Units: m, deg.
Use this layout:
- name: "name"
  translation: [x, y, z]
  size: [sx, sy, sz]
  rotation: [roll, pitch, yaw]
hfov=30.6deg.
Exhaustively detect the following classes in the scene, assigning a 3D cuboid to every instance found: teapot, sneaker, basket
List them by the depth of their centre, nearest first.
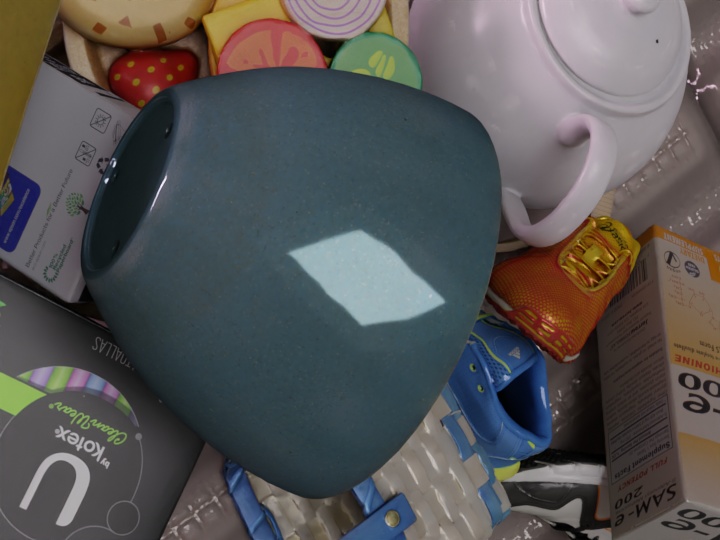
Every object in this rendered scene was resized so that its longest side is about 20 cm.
- name: "basket"
  translation: [-0.025, 0.153, 0.737]
  size: [0.199, 0.176, 0.140]
  rotation: [-26, 89, -28]
- name: "sneaker"
  translation: [0.124, 0.000, 0.790]
  size: [0.073, 0.200, 0.077]
  rotation: [41, 110, 5]
- name: "sneaker"
  translation: [0.057, 0.032, 0.796]
  size: [0.075, 0.105, 0.202]
  rotation: [-32, 94, -39]
- name: "teapot"
  translation: [0.129, -0.137, 0.801]
  size: [0.196, 0.146, 0.202]
  rotation: [-25, 90, -29]
- name: "sneaker"
  translation: [0.166, 0.162, 0.873]
  size: [0.197, 0.074, 0.081]
  rotation: [9, 89, -22]

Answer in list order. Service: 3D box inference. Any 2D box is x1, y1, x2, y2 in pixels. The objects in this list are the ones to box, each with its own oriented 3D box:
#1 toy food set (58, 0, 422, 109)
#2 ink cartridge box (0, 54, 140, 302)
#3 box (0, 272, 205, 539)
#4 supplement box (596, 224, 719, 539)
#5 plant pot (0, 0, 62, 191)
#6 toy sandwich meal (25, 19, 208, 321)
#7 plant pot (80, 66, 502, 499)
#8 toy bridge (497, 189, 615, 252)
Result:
- name: "toy food set"
  translation: [-0.063, -0.141, 0.710]
  size: [0.196, 0.049, 0.202]
  rotation: [-22, 95, -12]
- name: "ink cartridge box"
  translation: [-0.196, -0.074, 0.689]
  size: [0.199, 0.039, 0.100]
  rotation: [32, 101, 18]
- name: "box"
  translation: [-0.200, 0.082, 0.690]
  size: [0.199, 0.124, 0.150]
  rotation: [29, 78, -21]
- name: "supplement box"
  translation: [0.225, 0.085, 0.849]
  size: [0.125, 0.074, 0.202]
  rotation: [19, 52, -22]
- name: "plant pot"
  translation: [-0.279, -0.090, 0.552]
  size: [0.200, 0.193, 0.197]
  rotation: [40, 56, -52]
- name: "toy sandwich meal"
  translation: [-0.116, -0.066, 0.754]
  size: [0.202, 0.070, 0.208]
  rotation: [0, 90, -23]
- name: "plant pot"
  translation: [-0.049, -0.013, 0.608]
  size: [0.134, 0.199, 0.202]
  rotation: [25, 80, -26]
- name: "toy bridge"
  translation: [0.080, -0.047, 0.861]
  size: [0.198, 0.027, 0.068]
  rotation: [16, 85, -22]
